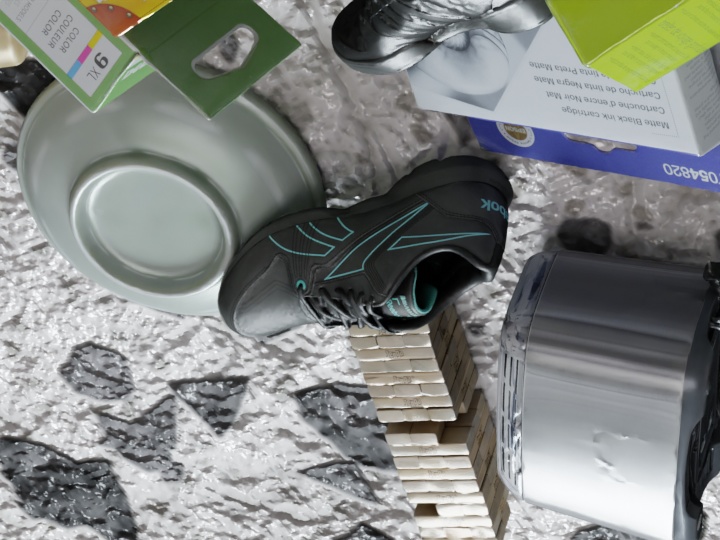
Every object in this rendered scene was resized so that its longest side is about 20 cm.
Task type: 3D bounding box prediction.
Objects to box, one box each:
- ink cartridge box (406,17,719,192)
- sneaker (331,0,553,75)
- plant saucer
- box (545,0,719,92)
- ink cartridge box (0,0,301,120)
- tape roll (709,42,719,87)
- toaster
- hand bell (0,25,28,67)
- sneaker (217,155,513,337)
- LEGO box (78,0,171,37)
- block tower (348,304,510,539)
[{"bbox_3d":[0.104,-0.121,1.659,0.199,0.041,0.201,12,136,39],"label":"ink cartridge box"},{"bbox_3d":[0.033,-0.163,1.572,0.199,0.060,0.104,-10,143,46],"label":"sneaker"},{"bbox_3d":[-0.121,-0.038,1.846,0.199,0.050,0.201,9,132,10],"label":"plant saucer"},{"bbox_3d":[0.196,-0.162,1.478,0.199,0.122,0.048,-32,78,14],"label":"box"},{"bbox_3d":[-0.141,-0.155,1.676,0.200,0.104,0.059,43,130,4],"label":"ink cartridge box"},{"bbox_3d":[0.271,-0.148,1.611,0.199,0.066,0.201,10,132,11],"label":"tape roll"},{"bbox_3d":[0.153,0.068,1.805,0.128,0.114,0.201,10,134,13],"label":"toaster"},{"bbox_3d":[-0.166,-0.148,1.758,0.199,0.104,0.105,-1,130,3],"label":"hand bell"},{"bbox_3d":[0.000,0.000,1.794,0.199,0.080,0.075,-25,139,23],"label":"sneaker"},{"bbox_3d":[-0.154,-0.250,1.606,0.077,0.149,0.200,-30,116,35],"label":"LEGO box"},{"bbox_3d":[0.044,0.085,1.895,0.057,0.054,0.201,-3,128,19],"label":"block tower"}]
